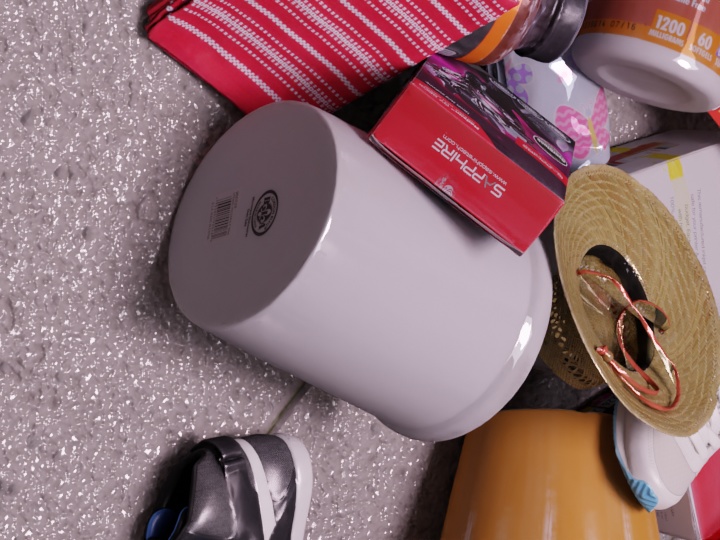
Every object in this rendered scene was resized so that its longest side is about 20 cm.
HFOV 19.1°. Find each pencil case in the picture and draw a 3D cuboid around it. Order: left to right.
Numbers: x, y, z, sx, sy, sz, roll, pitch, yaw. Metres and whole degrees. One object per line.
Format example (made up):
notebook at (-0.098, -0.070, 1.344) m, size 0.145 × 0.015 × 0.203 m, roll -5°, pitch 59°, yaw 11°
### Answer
pencil case at (0.122, -0.161, 1.532) m, size 0.090 × 0.083 × 0.201 m, roll -14°, pitch 108°, yaw -12°

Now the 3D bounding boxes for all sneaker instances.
sneaker at (-0.095, 0.208, 1.418) m, size 0.112 × 0.073 × 0.201 m, roll 3°, pitch 87°, yaw -38°
sneaker at (0.242, 0.094, 1.533) m, size 0.077 × 0.081 × 0.200 m, roll 59°, pitch 41°, yaw -21°

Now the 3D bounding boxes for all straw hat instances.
straw hat at (0.163, 0.034, 1.488) m, size 0.201 × 0.085 × 0.202 m, roll 28°, pitch 48°, yaw -37°

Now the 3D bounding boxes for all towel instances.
towel at (-0.020, -0.162, 1.350) m, size 0.145 × 0.200 × 0.023 m, roll 39°, pitch 36°, yaw -36°

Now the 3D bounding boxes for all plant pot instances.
plant pot at (0.137, 0.200, 1.547) m, size 0.200 × 0.200 × 0.184 m, roll 14°, pitch 72°, yaw -42°

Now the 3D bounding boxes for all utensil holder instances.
utensil holder at (0.000, 0.000, 1.395) m, size 0.200 × 0.170 × 0.170 m, roll 28°, pitch 78°, yaw -39°

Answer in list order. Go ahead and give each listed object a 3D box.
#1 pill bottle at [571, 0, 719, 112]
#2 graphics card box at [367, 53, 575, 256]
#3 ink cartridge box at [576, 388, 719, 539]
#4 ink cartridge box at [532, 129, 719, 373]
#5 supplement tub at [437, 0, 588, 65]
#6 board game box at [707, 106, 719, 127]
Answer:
pill bottle at (0.227, -0.220, 1.482) m, size 0.112 × 0.112 × 0.201 m, roll 26°, pitch 79°, yaw -41°
graphics card box at (0.078, -0.086, 1.414) m, size 0.125 × 0.200 × 0.051 m, roll 37°, pitch 105°, yaw -2°
ink cartridge box at (0.288, 0.123, 1.661) m, size 0.200 × 0.175 × 0.084 m, roll -30°, pitch 116°, yaw -35°
ink cartridge box at (0.208, -0.016, 1.629) m, size 0.200 × 0.083 × 0.146 m, roll -18°, pitch 109°, yaw -38°
supplement tub at (0.049, -0.200, 1.411) m, size 0.199 × 0.107 × 0.107 m, roll 16°, pitch 87°, yaw -23°
board game box at (0.331, -0.115, 1.662) m, size 0.200 × 0.046 × 0.152 m, roll 48°, pitch 27°, yaw -20°
